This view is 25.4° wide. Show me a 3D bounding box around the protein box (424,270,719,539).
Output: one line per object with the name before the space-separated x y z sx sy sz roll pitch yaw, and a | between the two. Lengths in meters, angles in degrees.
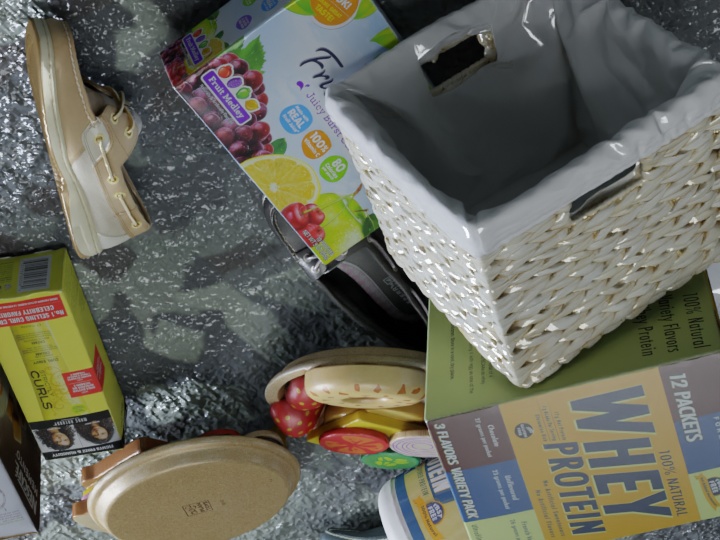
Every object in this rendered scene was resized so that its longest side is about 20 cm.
protein box | 0.160 0.077 1.130 0.199 0.199 0.135 -15 120 12

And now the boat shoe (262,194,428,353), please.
boat shoe | 0.000 0.000 1.249 0.067 0.057 0.200 -32 131 23

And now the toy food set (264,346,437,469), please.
toy food set | 0.019 0.114 1.329 0.197 0.049 0.200 17 153 -29

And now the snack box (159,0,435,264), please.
snack box | -0.025 -0.115 1.114 0.142 0.053 0.200 -36 131 5

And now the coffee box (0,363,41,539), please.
coffee box | -0.322 0.117 1.281 0.079 0.115 0.201 -10 135 2

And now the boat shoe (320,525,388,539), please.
boat shoe | 0.058 0.251 1.523 0.199 0.073 0.062 3 92 -2

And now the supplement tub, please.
supplement tub | 0.132 0.209 1.406 0.199 0.145 0.145 -30 132 8

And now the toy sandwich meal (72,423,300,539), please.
toy sandwich meal | -0.149 0.178 1.383 0.204 0.071 0.206 -10 147 -7

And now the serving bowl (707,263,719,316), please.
serving bowl | 0.287 -0.018 1.247 0.199 0.066 0.201 -6 132 -7

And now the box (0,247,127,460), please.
box | -0.247 0.071 1.291 0.075 0.050 0.201 -8 135 1

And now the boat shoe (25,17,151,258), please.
boat shoe | -0.188 -0.098 1.123 0.069 0.074 0.201 -15 137 -10

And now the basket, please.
basket | 0.117 -0.066 1.053 0.198 0.200 0.161 -31 131 -11
